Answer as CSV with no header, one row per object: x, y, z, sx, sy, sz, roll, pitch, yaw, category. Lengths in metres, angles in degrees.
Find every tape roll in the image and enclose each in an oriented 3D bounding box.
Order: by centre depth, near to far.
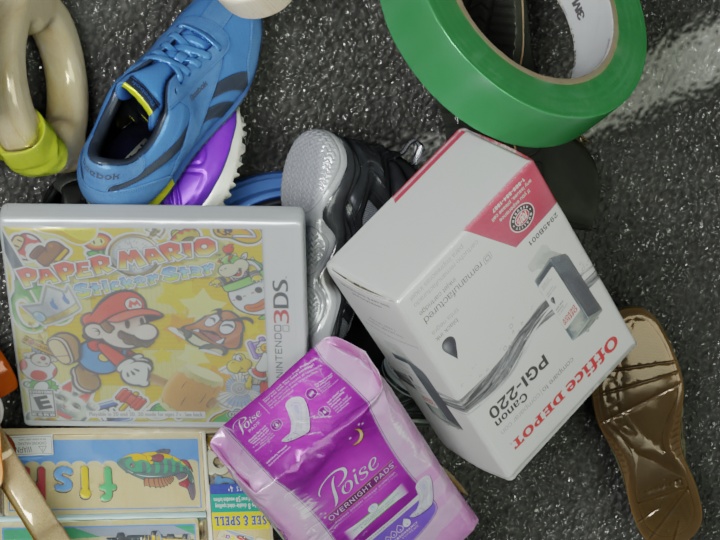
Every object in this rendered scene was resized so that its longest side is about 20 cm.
0.107,-0.184,1.668,0.200,0.048,0.201,18,55,-27,tape roll

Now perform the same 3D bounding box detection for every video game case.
-0.135,0.033,1.615,0.200,0.023,0.182,1,128,2,video game case

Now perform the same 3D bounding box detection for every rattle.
-0.253,-0.157,1.592,0.130,0.143,0.200,-13,95,-57,rattle

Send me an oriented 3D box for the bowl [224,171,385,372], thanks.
-0.060,0.030,1.734,0.200,0.039,0.201,-7,107,-25,bowl

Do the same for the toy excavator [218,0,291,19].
-0.048,-0.290,1.596,0.200,0.195,0.100,-35,161,6,toy excavator

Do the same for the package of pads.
-0.007,0.147,1.657,0.120,0.076,0.200,-41,137,-8,package of pads

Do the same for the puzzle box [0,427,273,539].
-0.160,0.175,1.667,0.200,0.025,0.133,0,72,-16,puzzle box

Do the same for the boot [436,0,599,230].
0.124,-0.124,1.781,0.138,0.077,0.200,2,92,-48,boot

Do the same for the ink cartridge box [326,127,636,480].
0.088,0.026,1.672,0.146,0.085,0.200,-46,132,-15,ink cartridge box

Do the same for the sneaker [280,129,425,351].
0.000,0.000,1.690,0.114,0.075,0.200,-2,107,-29,sneaker

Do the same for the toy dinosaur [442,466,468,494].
-0.004,0.147,1.788,0.200,0.106,0.060,-12,70,-20,toy dinosaur

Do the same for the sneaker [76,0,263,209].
-0.124,-0.124,1.608,0.200,0.066,0.078,-58,165,-25,sneaker

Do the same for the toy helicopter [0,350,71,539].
-0.236,0.120,1.579,0.079,0.132,0.200,-31,78,-16,toy helicopter

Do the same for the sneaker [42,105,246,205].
-0.160,-0.047,1.645,0.099,0.070,0.200,33,87,-27,sneaker

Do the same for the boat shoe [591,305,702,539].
0.221,0.118,1.894,0.073,0.063,0.200,-11,107,1,boat shoe

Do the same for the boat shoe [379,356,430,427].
0.086,0.079,1.807,0.200,0.072,0.071,2,136,-38,boat shoe
